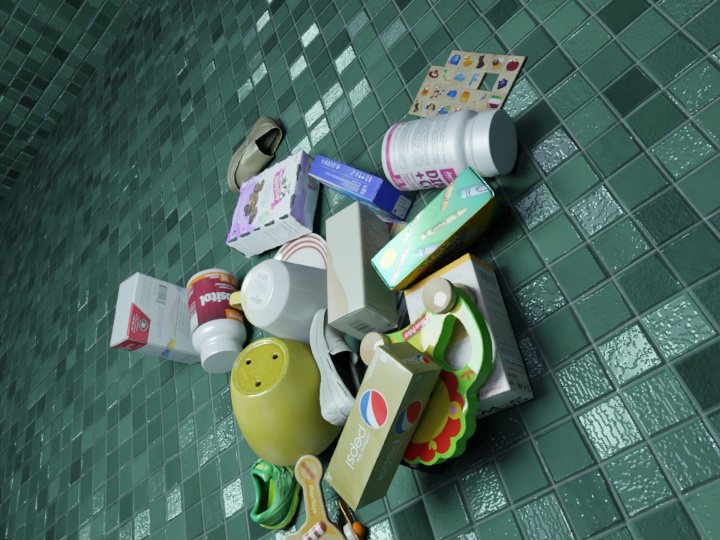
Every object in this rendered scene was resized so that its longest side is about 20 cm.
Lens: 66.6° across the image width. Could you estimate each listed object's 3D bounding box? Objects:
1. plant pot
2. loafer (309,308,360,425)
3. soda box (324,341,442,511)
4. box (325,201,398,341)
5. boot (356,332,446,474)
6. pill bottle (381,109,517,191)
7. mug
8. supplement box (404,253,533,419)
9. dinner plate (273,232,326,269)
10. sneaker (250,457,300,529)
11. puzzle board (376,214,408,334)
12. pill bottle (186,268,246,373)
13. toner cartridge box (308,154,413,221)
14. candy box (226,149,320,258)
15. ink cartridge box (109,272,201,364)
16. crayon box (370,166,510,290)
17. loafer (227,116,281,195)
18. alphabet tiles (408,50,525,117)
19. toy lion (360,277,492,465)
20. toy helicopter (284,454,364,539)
[{"bbox_3d":[-0.132,0.192,0.890,0.196,0.143,0.203,-13,48,15],"label":"plant pot"},{"bbox_3d":[-0.033,0.139,0.857,0.070,0.069,0.203,-40,46,28],"label":"loafer"},{"bbox_3d":[0.026,0.194,0.687,0.064,0.067,0.203,32,110,36],"label":"soda box"},{"bbox_3d":[0.000,0.000,0.904,0.077,0.094,0.203,-26,50,31],"label":"box"},{"bbox_3d":[0.062,0.189,0.812,0.196,0.073,0.166,10,80,49],"label":"boot"},{"bbox_3d":[0.140,-0.192,0.877,0.197,0.113,0.116,1,72,43],"label":"pill bottle"},{"bbox_3d":[-0.139,0.063,0.963,0.186,0.152,0.151,-39,54,22],"label":"mug"},{"bbox_3d":[0.146,0.098,0.770,0.125,0.073,0.203,-31,54,33],"label":"supplement box"},{"bbox_3d":[-0.122,0.024,1.087,0.198,0.024,0.204,-20,59,36],"label":"dinner plate"},{"bbox_3d":[-0.136,0.327,0.924,0.073,0.083,0.204,-8,66,40],"label":"sneaker"},{"bbox_3d":[0.039,0.009,0.950,0.149,0.017,0.203,19,86,46],"label":"puzzle board"},{"bbox_3d":[-0.301,0.106,1.153,0.112,0.112,0.202,-38,51,23],"label":"pill bottle"},{"bbox_3d":[-0.003,-0.153,1.005,0.199,0.094,0.044,31,93,46],"label":"toner cartridge box"},{"bbox_3d":[-0.181,-0.139,1.163,0.197,0.071,0.171,-19,51,36],"label":"candy box"},{"bbox_3d":[-0.428,0.112,1.206,0.082,0.198,0.149,-23,57,36],"label":"ink cartridge box"},{"bbox_3d":[0.121,-0.054,0.818,0.200,0.118,0.059,-43,70,18],"label":"crayon box"},{"bbox_3d":[-0.250,-0.272,1.298,0.067,0.075,0.203,24,89,51],"label":"loafer"},{"bbox_3d":[0.174,-0.309,0.972,0.199,0.007,0.170,29,93,46],"label":"alphabet tiles"},{"bbox_3d":[0.093,0.141,0.713,0.200,0.068,0.194,-44,54,27],"label":"toy lion"},{"bbox_3d":[-0.054,0.380,0.823,0.130,0.079,0.204,-15,75,10],"label":"toy helicopter"}]
